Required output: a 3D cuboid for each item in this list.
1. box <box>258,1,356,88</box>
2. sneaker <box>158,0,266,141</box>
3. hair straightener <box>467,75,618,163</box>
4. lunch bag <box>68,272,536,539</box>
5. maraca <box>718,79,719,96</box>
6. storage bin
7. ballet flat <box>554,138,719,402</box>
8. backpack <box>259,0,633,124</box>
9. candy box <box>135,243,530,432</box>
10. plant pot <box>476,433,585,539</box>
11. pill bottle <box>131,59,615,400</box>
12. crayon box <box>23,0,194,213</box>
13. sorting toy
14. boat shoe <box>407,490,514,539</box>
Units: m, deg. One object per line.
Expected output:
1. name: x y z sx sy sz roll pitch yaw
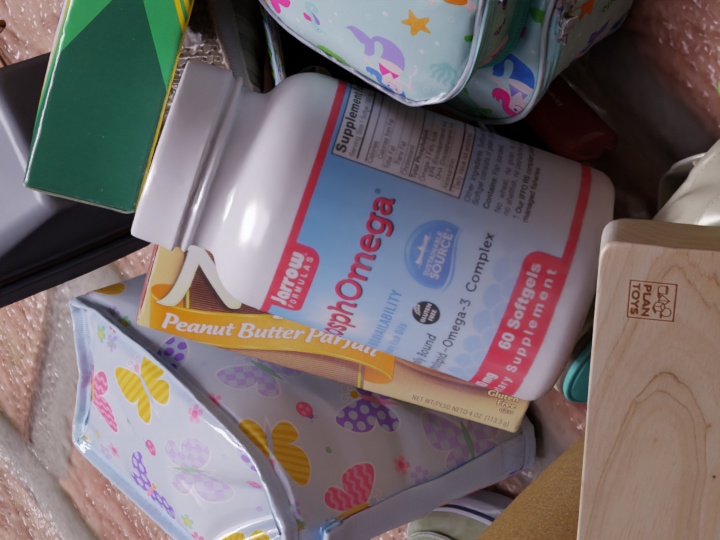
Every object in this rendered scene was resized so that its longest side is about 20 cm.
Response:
1. box: -0.030 -0.131 1.410 0.110 0.035 0.201 -112 12 -67
2. sneaker: -0.068 -0.120 1.487 0.070 0.075 0.201 12 120 33
3. hair straightener: 0.046 -0.091 1.363 0.200 0.041 0.077 45 143 30
4. lunch bag: -0.032 0.077 1.470 0.200 0.169 0.128 34 135 39
5. maraca: 0.220 -0.068 1.046 0.199 0.107 0.138 20 102 37
6. storage bin: -0.166 -0.078 1.560 0.134 0.200 0.146 -28 87 47
7. ballet flat: 0.140 -0.006 1.273 0.070 0.069 0.200 59 146 11
8. backpack: 0.035 -0.160 1.229 0.177 0.151 0.200 33 152 21
9. candy box: 0.000 0.000 1.370 0.199 0.055 0.116 17 137 -3
10. plant pot: 0.118 0.162 1.276 0.186 0.199 0.187 35 138 39
11. pill bottle: 0.005 -0.023 1.256 0.199 0.109 0.109 18 140 -3
12. crayon box: -0.103 -0.149 1.321 0.200 0.058 0.173 -90 15 -63
13. sorting toy: 0.191 0.064 1.143 0.198 0.070 0.201 5 123 6
14. boat shoe: 0.083 0.171 1.463 0.200 0.062 0.072 25 131 46
